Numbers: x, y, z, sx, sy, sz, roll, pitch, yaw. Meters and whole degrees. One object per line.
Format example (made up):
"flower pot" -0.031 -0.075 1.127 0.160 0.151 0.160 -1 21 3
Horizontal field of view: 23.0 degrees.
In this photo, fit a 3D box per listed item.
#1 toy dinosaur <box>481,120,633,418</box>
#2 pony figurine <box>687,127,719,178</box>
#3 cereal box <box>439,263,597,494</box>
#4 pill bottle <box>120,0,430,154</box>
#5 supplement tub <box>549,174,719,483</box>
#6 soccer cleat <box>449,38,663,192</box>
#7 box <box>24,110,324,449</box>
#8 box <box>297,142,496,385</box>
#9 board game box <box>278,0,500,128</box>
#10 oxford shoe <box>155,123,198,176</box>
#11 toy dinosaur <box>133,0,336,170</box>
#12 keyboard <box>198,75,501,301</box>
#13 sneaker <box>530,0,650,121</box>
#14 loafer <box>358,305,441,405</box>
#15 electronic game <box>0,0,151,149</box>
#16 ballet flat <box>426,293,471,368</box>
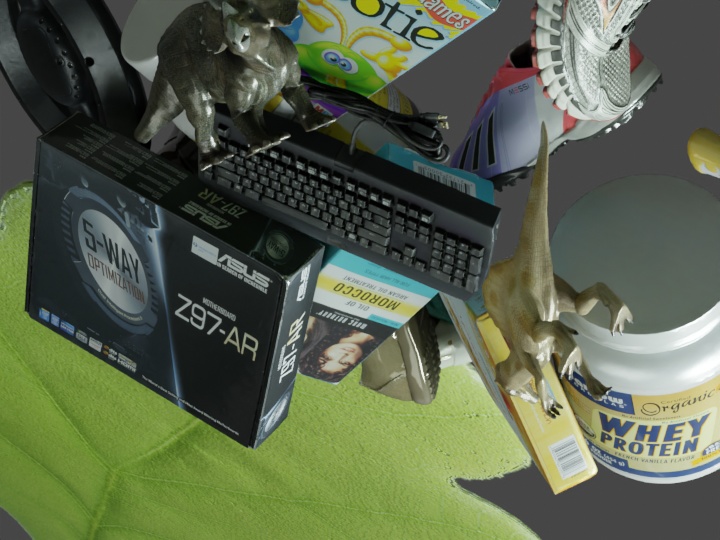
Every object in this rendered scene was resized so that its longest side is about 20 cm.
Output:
"toy dinosaur" 0.110 0.020 1.078 0.101 0.058 0.200 36 136 39
"pony figurine" 0.306 -0.013 1.018 0.200 0.167 0.193 20 151 49
"cereal box" 0.101 0.057 1.262 0.144 0.039 0.200 64 178 -18
"pill bottle" -0.056 -0.114 1.153 0.111 0.111 0.200 -4 148 46
"supplement tub" 0.199 0.041 1.194 0.144 0.145 0.200 15 152 23
"soccer cleat" 0.106 -0.105 1.109 0.073 0.068 0.200 49 150 -8
"box" -0.128 0.007 1.172 0.200 0.044 0.160 29 133 17
"box" 0.000 0.000 1.166 0.082 0.049 0.200 19 140 -25
"board game box" 0.005 -0.178 1.006 0.103 0.105 0.200 35 153 -16
"oxford shoe" -0.122 -0.073 1.266 0.073 0.084 0.200 46 -169 -4
"toy dinosaur" -0.076 -0.116 1.011 0.200 0.077 0.102 -5 107 64
"keyboard" -0.009 -0.059 1.055 0.200 0.021 0.127 23 134 15
"sneaker" 0.135 -0.156 0.935 0.082 0.078 0.200 10 140 16
"loafer" 0.011 0.018 1.333 0.067 0.076 0.200 -8 115 13
"electronic game" -0.211 -0.154 1.250 0.200 0.042 0.200 41 150 30
"ballet flat" 0.046 0.043 1.424 0.200 0.070 0.067 19 156 14
